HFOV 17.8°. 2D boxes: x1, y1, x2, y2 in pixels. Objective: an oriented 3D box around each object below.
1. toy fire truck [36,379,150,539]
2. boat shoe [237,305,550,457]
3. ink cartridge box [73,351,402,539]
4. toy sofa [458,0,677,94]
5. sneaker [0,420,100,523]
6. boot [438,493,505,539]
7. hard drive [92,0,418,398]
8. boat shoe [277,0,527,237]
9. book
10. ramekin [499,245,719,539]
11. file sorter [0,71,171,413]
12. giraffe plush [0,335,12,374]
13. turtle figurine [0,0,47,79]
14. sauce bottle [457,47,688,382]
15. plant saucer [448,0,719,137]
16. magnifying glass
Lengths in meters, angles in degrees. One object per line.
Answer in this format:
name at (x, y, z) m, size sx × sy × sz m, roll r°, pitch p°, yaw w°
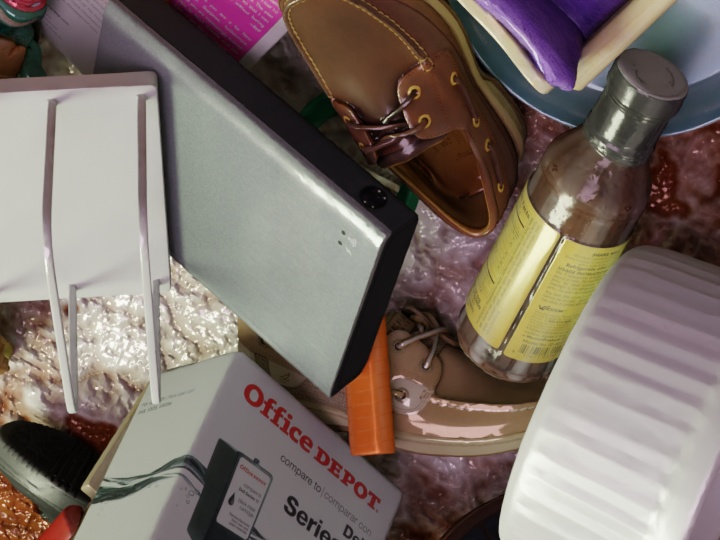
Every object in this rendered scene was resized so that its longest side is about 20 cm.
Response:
toy fire truck at (-0.133, 0.181, 1.310) m, size 0.176 × 0.129 × 0.200 m, roll 33°, pitch 106°, yaw -30°
boat shoe at (0.022, 0.057, 1.286) m, size 0.199 × 0.071 × 0.065 m, roll 5°, pitch 114°, yaw 16°
ink cartridge box at (-0.078, 0.166, 1.247) m, size 0.083 × 0.201 × 0.147 m, roll -17°, pitch 130°, yaw 45°
toy sofa at (0.068, -0.188, 1.125) m, size 0.200 × 0.098 × 0.083 m, roll 46°, pitch 118°, yaw -4°
sneaker at (-0.152, 0.182, 1.397) m, size 0.199 × 0.060 × 0.105 m, roll 30°, pitch 114°, yaw -3°
boot at (0.053, 0.184, 1.305) m, size 0.075 × 0.200 × 0.097 m, roll 55°, pitch 157°, yaw -1°
hard drive at (-0.065, -0.042, 1.214) m, size 0.200 × 0.033 × 0.140 m, roll 41°, pitch 143°, yaw 18°
boat shoe at (0.025, -0.088, 1.172) m, size 0.072 × 0.068 × 0.200 m, roll -15°, pitch 142°, yaw 28°
book at (-0.098, -0.159, 1.214) m, size 0.134 × 0.048 × 0.200 m, roll 46°, pitch 138°, yaw -6°
ramekin at (0.150, 0.085, 1.191) m, size 0.097 × 0.200 × 0.201 m, roll 24°, pitch 117°, yaw 14°
file sorter at (-0.198, -0.005, 1.172) m, size 0.199 × 0.125 × 0.139 m, roll -4°, pitch 131°, yaw -4°
giraffe plush at (-0.289, 0.025, 1.331) m, size 0.161 × 0.173 × 0.201 m, roll -3°, pitch 112°, yaw 3°
turtle figurine at (-0.214, -0.102, 1.254) m, size 0.149 × 0.101 × 0.200 m, roll 29°, pitch 128°, yaw -12°
sauce bottle at (0.114, -0.028, 1.207) m, size 0.064 × 0.065 × 0.201 m, roll 30°, pitch 129°, yaw 3°
plant saucer at (0.139, -0.167, 1.180) m, size 0.199 × 0.027 × 0.201 m, roll 6°, pitch 114°, yaw 14°
magnifying glass at (0.000, 0.000, 1.255) m, size 0.079 × 0.022 × 0.201 m, roll -5°, pitch 85°, yaw 20°
